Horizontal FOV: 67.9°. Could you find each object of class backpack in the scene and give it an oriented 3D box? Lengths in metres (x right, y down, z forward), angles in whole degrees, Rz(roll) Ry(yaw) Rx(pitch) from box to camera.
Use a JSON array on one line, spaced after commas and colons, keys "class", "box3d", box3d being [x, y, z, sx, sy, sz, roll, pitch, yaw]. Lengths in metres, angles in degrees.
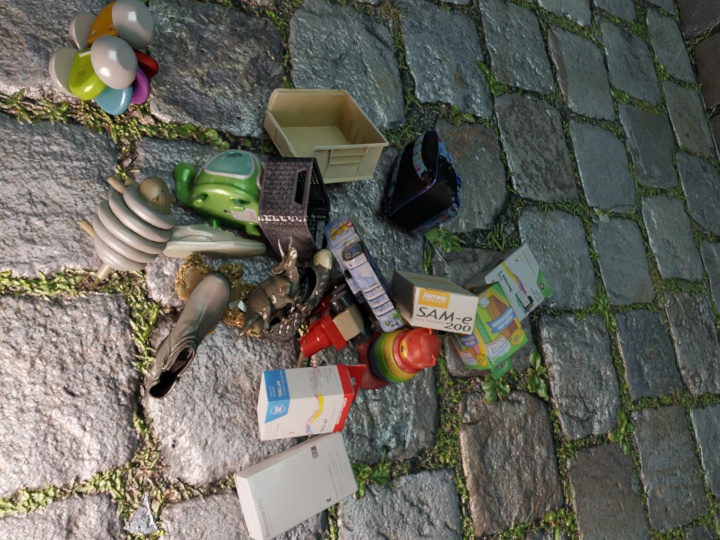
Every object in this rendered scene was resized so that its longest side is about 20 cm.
[{"class": "backpack", "box3d": [0.148, -0.213, 1.255, 0.133, 0.181, 0.205, 30, 49, -28]}]

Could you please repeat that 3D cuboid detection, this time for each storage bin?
[{"class": "storage bin", "box3d": [-0.121, -0.111, 1.027, 0.091, 0.201, 0.139, 2, 69, 8]}, {"class": "storage bin", "box3d": [-0.078, -0.287, 1.132, 0.194, 0.095, 0.202, -11, 53, -33]}]

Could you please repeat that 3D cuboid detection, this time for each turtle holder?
[{"class": "turtle holder", "box3d": [-0.255, -0.151, 1.018, 0.141, 0.181, 0.136, 41, 52, -51]}]

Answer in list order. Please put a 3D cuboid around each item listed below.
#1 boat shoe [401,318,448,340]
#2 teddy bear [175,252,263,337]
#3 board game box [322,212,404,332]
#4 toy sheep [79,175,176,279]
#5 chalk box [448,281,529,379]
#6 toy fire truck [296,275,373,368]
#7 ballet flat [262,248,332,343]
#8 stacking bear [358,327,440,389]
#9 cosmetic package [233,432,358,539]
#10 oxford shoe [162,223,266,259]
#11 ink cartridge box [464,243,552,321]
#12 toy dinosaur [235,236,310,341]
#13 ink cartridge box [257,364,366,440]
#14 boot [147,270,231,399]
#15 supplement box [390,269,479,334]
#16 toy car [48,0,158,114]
[{"class": "boat shoe", "box3d": [0.114, 0.101, 1.189, 0.196, 0.071, 0.078, 26, 63, -22]}, {"class": "teddy bear", "box3d": [-0.253, 0.050, 0.994, 0.196, 0.066, 0.150, 9, 79, -36]}, {"class": "board game box", "box3d": [0.000, 0.000, 1.015, 0.061, 0.200, 0.203, -30, 104, 5]}, {"class": "toy sheep", "box3d": [-0.387, -0.071, 0.901, 0.136, 0.138, 0.202, 34, 103, -16]}, {"class": "chalk box", "box3d": [0.293, 0.149, 1.239, 0.123, 0.124, 0.204, -30, 91, -20]}, {"class": "toy fire truck", "box3d": [-0.074, 0.129, 1.035, 0.197, 0.176, 0.131, -32, 103, 5]}, {"class": "ballet flat", "box3d": [-0.113, 0.049, 1.009, 0.056, 0.066, 0.203, 27, 96, -40]}, {"class": "stacking bear", "box3d": [0.084, 0.166, 1.073, 0.111, 0.199, 0.125, 9, 70, -28]}, {"class": "cosmetic package", "box3d": [-0.114, 0.380, 0.956, 0.196, 0.081, 0.116, -17, 86, -35]}, {"class": "oxford shoe", "box3d": [-0.271, -0.056, 1.004, 0.194, 0.075, 0.060, 3, 70, -27]}, {"class": "ink cartridge box", "box3d": [0.376, 0.047, 1.359, 0.198, 0.083, 0.147, -32, 92, -34]}, {"class": "toy dinosaur", "box3d": [-0.156, 0.049, 0.976, 0.103, 0.200, 0.076, 50, 14, 27]}, {"class": "ink cartridge box", "box3d": [-0.083, 0.237, 0.972, 0.194, 0.118, 0.068, -1, 42, -20]}, {"class": "boot", "box3d": [-0.272, 0.106, 0.872, 0.067, 0.131, 0.203, 33, 93, -22]}, {"class": "supplement box", "box3d": [0.138, 0.059, 1.065, 0.122, 0.200, 0.076, 9, 98, -10]}, {"class": "toy car", "box3d": [-0.440, -0.374, 0.967, 0.150, 0.170, 0.206, 49, 47, -53]}]
